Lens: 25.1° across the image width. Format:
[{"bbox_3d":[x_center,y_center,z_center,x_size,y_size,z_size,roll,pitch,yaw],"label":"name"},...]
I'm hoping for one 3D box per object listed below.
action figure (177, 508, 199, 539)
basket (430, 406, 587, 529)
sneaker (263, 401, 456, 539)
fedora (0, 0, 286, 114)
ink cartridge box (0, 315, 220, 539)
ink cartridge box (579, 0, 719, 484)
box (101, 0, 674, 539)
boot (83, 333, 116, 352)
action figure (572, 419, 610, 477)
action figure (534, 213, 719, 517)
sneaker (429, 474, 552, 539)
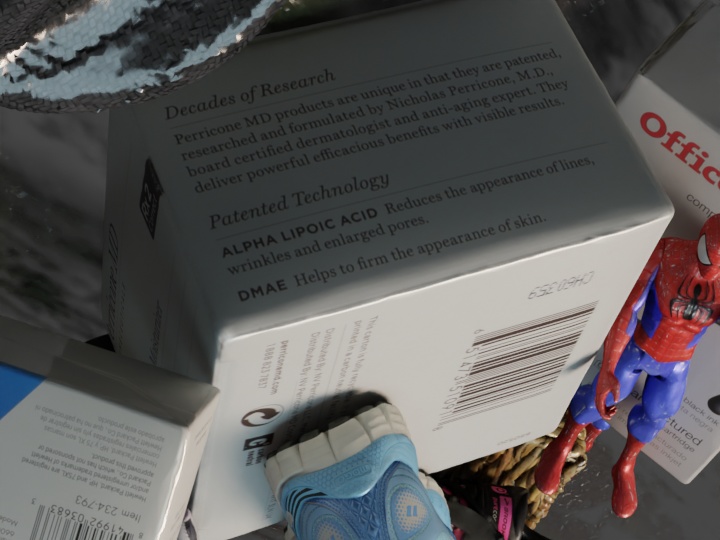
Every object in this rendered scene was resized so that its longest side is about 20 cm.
[{"bbox_3d":[-0.147,0.114,0.662,0.199,0.149,0.134,23,160,-11],"label":"action figure"},{"bbox_3d":[0.041,0.081,0.964,0.142,0.149,0.200,18,140,-8],"label":"basket"},{"bbox_3d":[0.009,0.134,0.714,0.078,0.090,0.200,-25,155,1],"label":"sneaker"},{"bbox_3d":[-0.073,-0.112,0.494,0.200,0.092,0.201,-20,153,-11],"label":"fedora"},{"bbox_3d":[-0.136,0.124,0.586,0.067,0.116,0.201,-63,171,-81],"label":"ink cartridge box"},{"bbox_3d":[0.167,-0.010,0.804,0.084,0.144,0.200,-43,167,-40],"label":"ink cartridge box"},{"bbox_3d":[0.000,0.000,0.711,0.199,0.131,0.199,-15,151,-18],"label":"box"},{"bbox_3d":[-0.077,0.091,0.878,0.185,0.064,0.200,-6,146,-15],"label":"boot"},{"bbox_3d":[0.168,0.038,0.997,0.065,0.052,0.200,-33,159,-57],"label":"action figure"},{"bbox_3d":[0.134,0.062,0.750,0.065,0.099,0.200,15,134,-2],"label":"action figure"},{"bbox_3d":[0.043,0.129,0.859,0.084,0.077,0.200,-35,130,29],"label":"sneaker"}]
